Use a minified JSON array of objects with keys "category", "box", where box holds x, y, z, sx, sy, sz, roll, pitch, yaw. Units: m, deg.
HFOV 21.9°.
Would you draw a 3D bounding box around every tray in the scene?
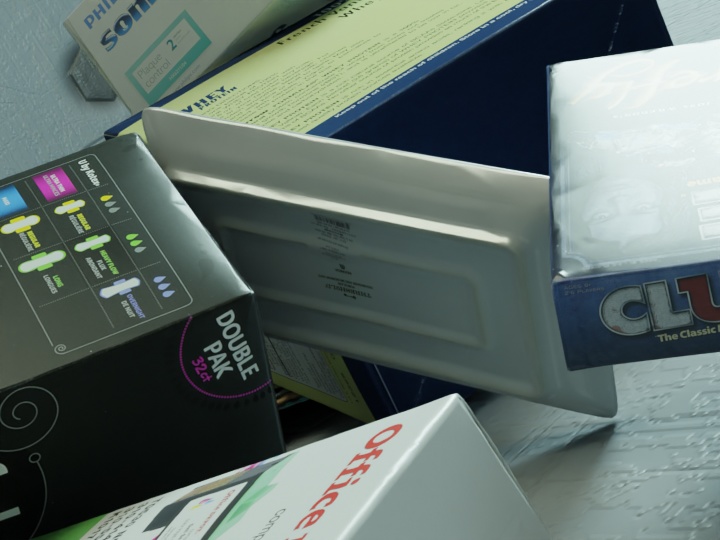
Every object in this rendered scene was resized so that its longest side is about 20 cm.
[{"category":"tray","box":[0.000,0.000,0.712,0.200,0.107,0.022,12,40,32]}]

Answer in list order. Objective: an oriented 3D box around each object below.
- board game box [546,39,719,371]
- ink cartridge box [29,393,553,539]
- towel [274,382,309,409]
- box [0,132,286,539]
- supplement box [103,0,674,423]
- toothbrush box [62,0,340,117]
[{"category":"board game box","box":[0.159,-0.033,0.576,0.200,0.035,0.136,-8,33,10]},{"category":"ink cartridge box","box":[-0.052,0.128,0.550,0.200,0.084,0.145,-23,15,36]},{"category":"towel","box":[-0.056,0.043,0.965,0.200,0.022,0.147,-18,21,18]},{"category":"box","box":[-0.140,0.065,0.701,0.200,0.149,0.124,-22,41,-17]},{"category":"supplement box","box":[0.022,-0.046,0.871,0.200,0.134,0.200,-32,21,-21]},{"category":"toothbrush box","box":[-0.043,-0.143,1.022,0.146,0.085,0.200,-43,-19,16]}]
